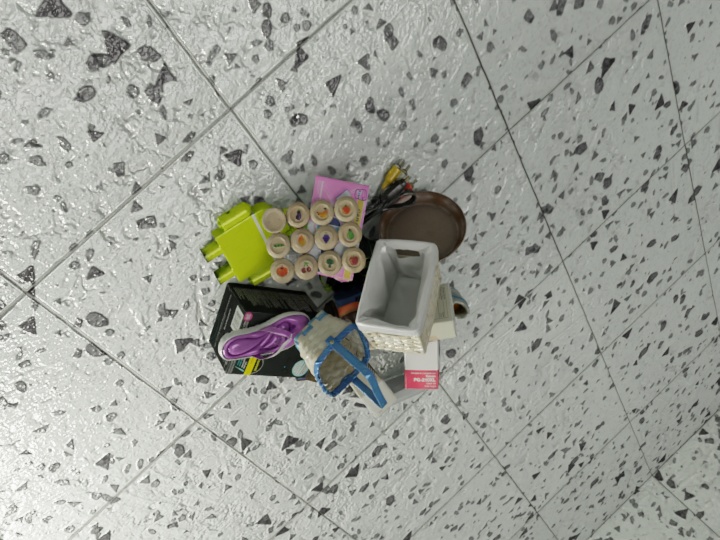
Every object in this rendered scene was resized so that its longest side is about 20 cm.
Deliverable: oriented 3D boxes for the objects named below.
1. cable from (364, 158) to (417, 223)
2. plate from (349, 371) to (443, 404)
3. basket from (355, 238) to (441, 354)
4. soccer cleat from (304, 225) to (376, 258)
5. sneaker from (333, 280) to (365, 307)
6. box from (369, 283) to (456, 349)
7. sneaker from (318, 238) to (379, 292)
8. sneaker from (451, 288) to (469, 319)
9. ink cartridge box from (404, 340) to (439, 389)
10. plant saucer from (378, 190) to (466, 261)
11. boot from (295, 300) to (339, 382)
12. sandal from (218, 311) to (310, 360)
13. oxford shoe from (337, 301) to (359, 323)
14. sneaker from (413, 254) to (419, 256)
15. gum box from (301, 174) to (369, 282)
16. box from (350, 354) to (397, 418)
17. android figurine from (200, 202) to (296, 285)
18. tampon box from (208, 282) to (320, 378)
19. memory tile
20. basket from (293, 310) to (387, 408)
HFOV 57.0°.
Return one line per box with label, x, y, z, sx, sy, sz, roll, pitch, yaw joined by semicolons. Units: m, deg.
cable;0.047;-0.153;1.473;0.198;0.051;0.097;-38;126;6
plate;0.091;0.302;1.674;0.196;0.199;0.033;-19;89;-22
basket;0.083;0.056;1.335;0.124;0.132;0.204;67;33;-54
soccer cleat;-0.032;-0.071;1.430;0.195;0.068;0.083;9;108;-19
sneaker;0.030;0.052;1.557;0.196;0.070;0.080;-25;121;-19
box;0.104;0.100;1.424;0.194;0.097;0.078;-8;146;10
sneaker;0.000;0.000;1.498;0.197;0.083;0.073;-27;129;-16
sneaker;0.186;0.084;1.665;0.195;0.081;0.078;1;118;-25
ink cartridge box;0.146;0.158;1.559;0.082;0.145;0.206;0;99;8
plant saucer;0.137;-0.089;1.464;0.197;0.201;0.032;-30;146;-12
boot;-0.101;0.171;1.540;0.094;0.075;0.206;-3;107;-22
sandal;-0.184;0.143;1.321;0.198;0.050;0.084;-17;125;-27
oxford shoe;-0.008;0.126;1.526;0.070;0.074;0.200;-22;167;7
sneaker;0.139;-0.048;1.507;0.203;0.116;0.074;-58;132;-21
gum box;-0.055;-0.083;1.359;0.110;0.066;0.206;10;95;-4
box;0.006;0.254;1.571;0.068;0.200;0.083;-40;123;-4
android figurine;-0.222;-0.057;1.354;0.197;0.041;0.185;-30;129;-11
tampon box;-0.199;0.130;1.421;0.196;0.126;0.153;8;113;-35
memory tile;-0.092;-0.061;1.318;0.194;0.017;0.158;-8;95;-1
basket;-0.032;0.185;1.338;0.139;0.199;0.178;-40;150;-14
